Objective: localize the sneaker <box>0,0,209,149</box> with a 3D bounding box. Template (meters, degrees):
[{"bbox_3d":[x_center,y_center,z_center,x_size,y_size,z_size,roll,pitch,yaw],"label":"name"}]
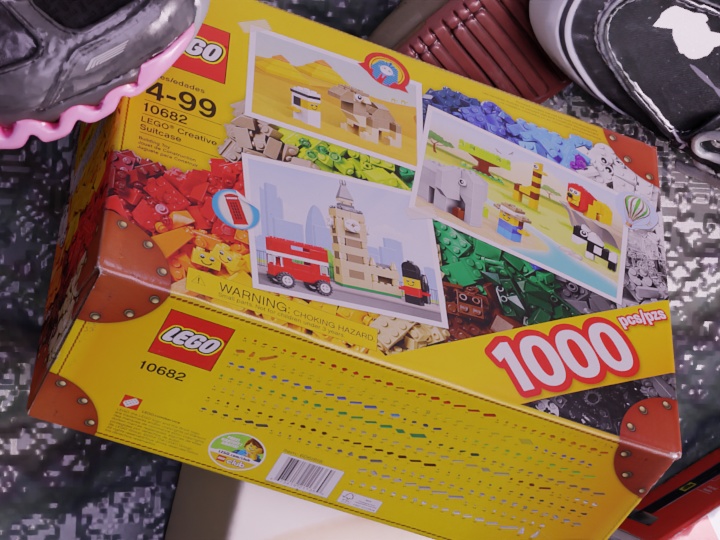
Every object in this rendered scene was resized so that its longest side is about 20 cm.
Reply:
[{"bbox_3d":[-0.148,-0.093,0.712,0.199,0.079,0.096,-4,133,4],"label":"sneaker"}]

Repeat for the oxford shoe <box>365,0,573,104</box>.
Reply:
[{"bbox_3d":[0.064,-0.121,0.845,0.200,0.075,0.070,-38,144,0],"label":"oxford shoe"}]

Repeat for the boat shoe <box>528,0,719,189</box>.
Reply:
[{"bbox_3d":[0.145,-0.060,0.837,0.074,0.068,0.199,-48,131,12],"label":"boat shoe"}]

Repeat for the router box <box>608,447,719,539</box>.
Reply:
[{"bbox_3d":[0.217,0.144,0.924,0.179,0.049,0.200,-31,104,-14],"label":"router box"}]

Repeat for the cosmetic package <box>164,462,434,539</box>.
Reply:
[{"bbox_3d":[-0.022,0.140,0.827,0.103,0.073,0.201,12,92,-21],"label":"cosmetic package"}]

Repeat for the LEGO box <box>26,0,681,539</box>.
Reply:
[{"bbox_3d":[0.000,0.000,0.770,0.199,0.149,0.077,18,134,-16],"label":"LEGO box"}]
